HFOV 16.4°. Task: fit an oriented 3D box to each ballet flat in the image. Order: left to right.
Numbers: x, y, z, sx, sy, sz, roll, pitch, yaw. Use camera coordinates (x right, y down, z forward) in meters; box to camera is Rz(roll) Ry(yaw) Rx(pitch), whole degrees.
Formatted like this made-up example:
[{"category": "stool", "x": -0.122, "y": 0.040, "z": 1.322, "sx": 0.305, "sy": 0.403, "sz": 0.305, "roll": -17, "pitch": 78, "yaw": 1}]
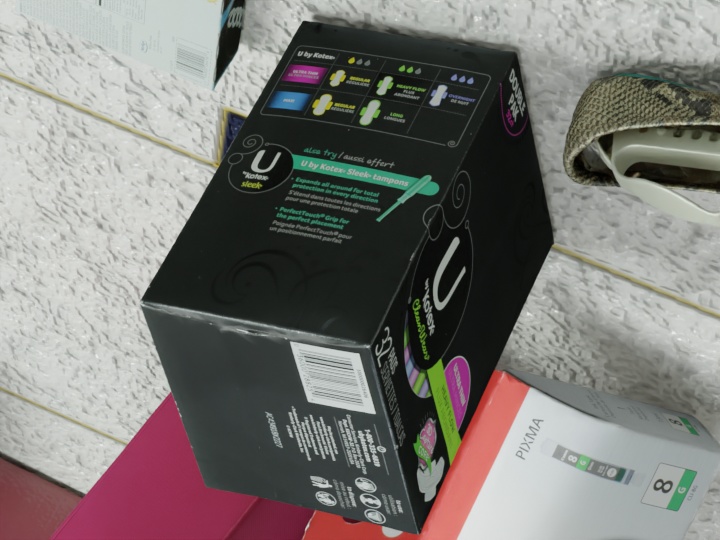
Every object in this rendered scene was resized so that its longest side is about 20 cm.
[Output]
[{"category": "ballet flat", "x": 0.186, "y": -0.049, "z": 1.158, "sx": 0.200, "sy": 0.075, "sz": 0.068, "roll": 6, "pitch": 139, "yaw": 27}]

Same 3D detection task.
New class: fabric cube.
[{"category": "fabric cube", "x": -0.048, "y": 0.192, "z": 1.461, "sx": 0.200, "sy": 0.196, "sz": 0.199, "roll": 44, "pitch": 166, "yaw": -23}]

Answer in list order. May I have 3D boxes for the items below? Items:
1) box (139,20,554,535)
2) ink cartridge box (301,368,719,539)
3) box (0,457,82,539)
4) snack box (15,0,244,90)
[{"category": "box", "x": 0.000, "y": 0.000, "z": 1.235, "sx": 0.124, "sy": 0.200, "sz": 0.149, "roll": 10, "pitch": 141, "yaw": 22}, {"category": "ink cartridge box", "x": 0.079, "y": 0.136, "z": 1.352, "sx": 0.200, "sy": 0.050, "sz": 0.161, "roll": 15, "pitch": 110, "yaw": -28}, {"category": "box", "x": -0.216, "y": 0.233, "z": 1.756, "sx": 0.200, "sy": 0.109, "sz": 0.128, "roll": 26, "pitch": 145, "yaw": 3}, {"category": "snack box", "x": -0.110, "y": -0.182, "z": 1.222, "sx": 0.116, "sy": 0.037, "sz": 0.200, "roll": 22, "pitch": 145, "yaw": 7}]
